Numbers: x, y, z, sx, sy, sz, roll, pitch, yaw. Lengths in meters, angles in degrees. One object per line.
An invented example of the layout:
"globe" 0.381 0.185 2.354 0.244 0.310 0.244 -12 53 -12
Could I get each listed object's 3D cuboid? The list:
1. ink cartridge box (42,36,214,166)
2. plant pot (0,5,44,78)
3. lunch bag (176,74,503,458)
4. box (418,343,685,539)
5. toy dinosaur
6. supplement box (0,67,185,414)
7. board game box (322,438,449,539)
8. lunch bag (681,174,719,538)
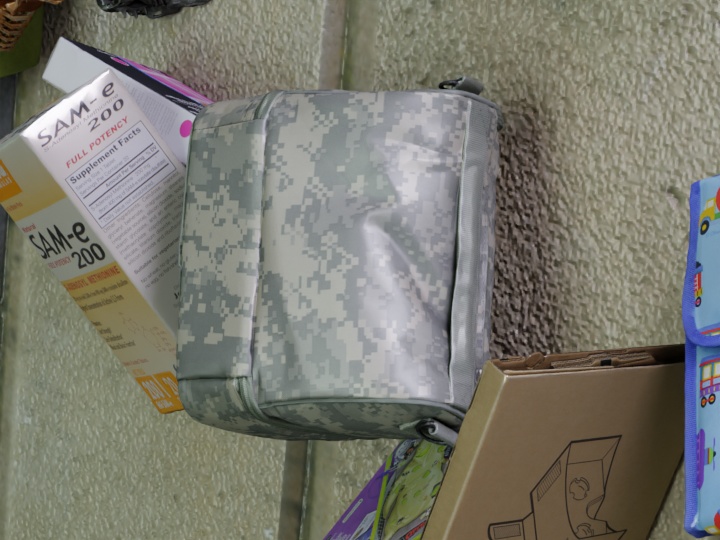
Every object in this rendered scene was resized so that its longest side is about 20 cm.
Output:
"ink cartridge box" -0.102 -0.085 1.455 0.200 0.094 0.037 34 101 40
"plant pot" -0.286 -0.226 1.600 0.187 0.187 0.201 -2 107 46
"lunch bag" 0.000 0.000 1.304 0.167 0.139 0.201 -7 73 43
"box" 0.095 0.130 1.222 0.021 0.163 0.201 39 120 40
"toy dinosaur" -0.179 -0.209 1.498 0.199 0.135 0.103 -14 85 46
"supplement box" -0.136 -0.014 1.430 0.200 0.073 0.126 53 158 -8
"board game box" 0.022 0.149 1.287 0.200 0.032 0.120 -51 26 -10
"lunch bag" 0.233 0.021 1.138 0.150 0.094 0.201 -19 67 47
